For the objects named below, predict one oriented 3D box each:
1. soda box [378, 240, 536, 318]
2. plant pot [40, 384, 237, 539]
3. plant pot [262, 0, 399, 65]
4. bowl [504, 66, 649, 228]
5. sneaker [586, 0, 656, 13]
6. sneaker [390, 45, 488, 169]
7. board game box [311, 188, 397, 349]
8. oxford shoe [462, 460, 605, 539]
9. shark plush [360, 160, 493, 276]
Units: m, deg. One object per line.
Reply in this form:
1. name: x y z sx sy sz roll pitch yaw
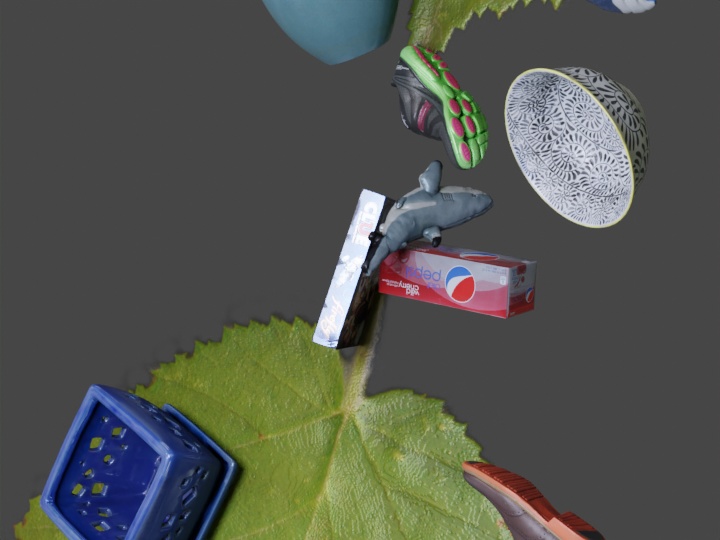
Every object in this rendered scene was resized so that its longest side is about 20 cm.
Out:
1. soda box: 0.118 0.008 1.533 0.198 0.070 0.064 11 105 39
2. plant pot: -0.297 0.296 1.718 0.199 0.179 0.202 32 100 37
3. plant pot: -0.025 -0.360 1.668 0.198 0.200 0.136 -12 109 35
4. bowl: 0.268 -0.160 1.424 0.200 0.094 0.202 41 151 30
5. sneaker: 0.334 -0.403 1.461 0.145 0.080 0.202 24 92 29
6. sneaker: 0.101 -0.203 1.604 0.084 0.076 0.201 -53 50 37
7. board game box: 0.000 0.000 1.590 0.034 0.135 0.203 19 94 13
8. oxford shoe: 0.188 0.291 1.432 0.199 0.071 0.073 34 106 36
9. shark plush: 0.075 -0.061 1.521 0.083 0.199 0.092 36 132 26
